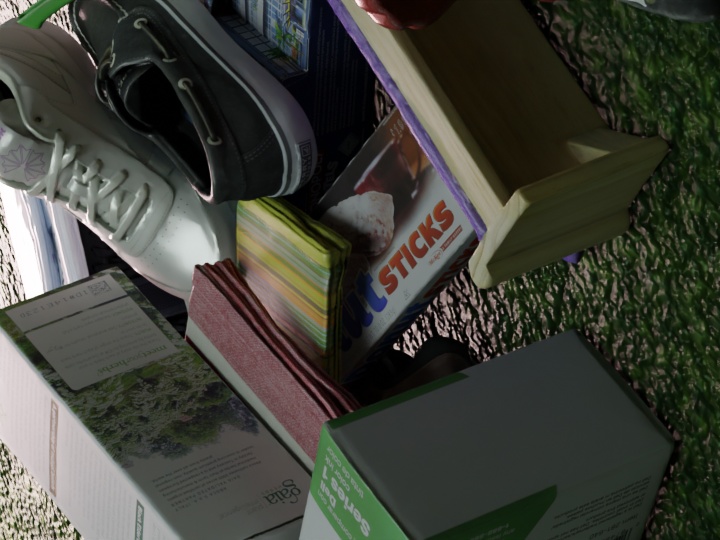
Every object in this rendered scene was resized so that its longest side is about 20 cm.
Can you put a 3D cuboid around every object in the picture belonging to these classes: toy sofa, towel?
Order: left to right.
[{"bbox_3d":[-0.046,0.107,1.278,0.144,0.023,0.200,48,144,33],"label":"towel"},{"bbox_3d":[-0.035,0.058,1.270,0.086,0.018,0.200,38,136,46],"label":"towel"},{"bbox_3d":[0.038,-0.090,1.134,0.200,0.083,0.098,58,147,18],"label":"toy sofa"}]

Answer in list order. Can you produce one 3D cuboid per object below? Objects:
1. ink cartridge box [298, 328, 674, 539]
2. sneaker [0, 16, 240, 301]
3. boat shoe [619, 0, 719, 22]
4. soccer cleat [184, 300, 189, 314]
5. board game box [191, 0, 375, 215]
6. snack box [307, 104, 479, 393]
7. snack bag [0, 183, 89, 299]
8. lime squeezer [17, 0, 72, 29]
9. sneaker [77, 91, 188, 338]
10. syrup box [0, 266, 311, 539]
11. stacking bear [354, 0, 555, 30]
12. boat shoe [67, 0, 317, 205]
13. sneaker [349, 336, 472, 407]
[{"bbox_3d":[0.047,0.141,1.196,0.084,0.145,0.200,50,145,33],"label":"ink cartridge box"},{"bbox_3d":[-0.143,-0.047,1.304,0.200,0.100,0.075,41,121,16],"label":"sneaker"},{"bbox_3d":[0.074,-0.146,1.054,0.200,0.072,0.071,28,125,48],"label":"boat shoe"},{"bbox_3d":[-0.062,0.008,1.377,0.070,0.086,0.200,-20,81,17],"label":"soccer cleat"},{"bbox_3d":[-0.070,-0.148,1.310,0.200,0.062,0.200,41,139,40],"label":"board game box"},{"bbox_3d":[0.000,0.000,1.238,0.072,0.024,0.200,58,140,16],"label":"snack box"},{"bbox_3d":[-0.181,-0.015,1.472,0.200,0.021,0.189,120,137,-70],"label":"snack bag"},{"bbox_3d":[-0.098,-0.192,1.224,0.071,0.038,0.200,28,122,4],"label":"lime squeezer"},{"bbox_3d":[-0.123,-0.008,1.450,0.202,0.077,0.146,103,150,-58],"label":"sneaker"},{"bbox_3d":[-0.102,0.094,1.259,0.200,0.079,0.081,45,142,34],"label":"syrup box"},{"bbox_3d":[-0.017,-0.165,1.021,0.200,0.121,0.114,13,113,49],"label":"stacking bear"},{"bbox_3d":[-0.097,-0.095,1.264,0.200,0.057,0.069,40,139,42],"label":"boat shoe"},{"bbox_3d":[0.016,0.084,1.317,0.200,0.077,0.082,147,129,-59],"label":"sneaker"}]
